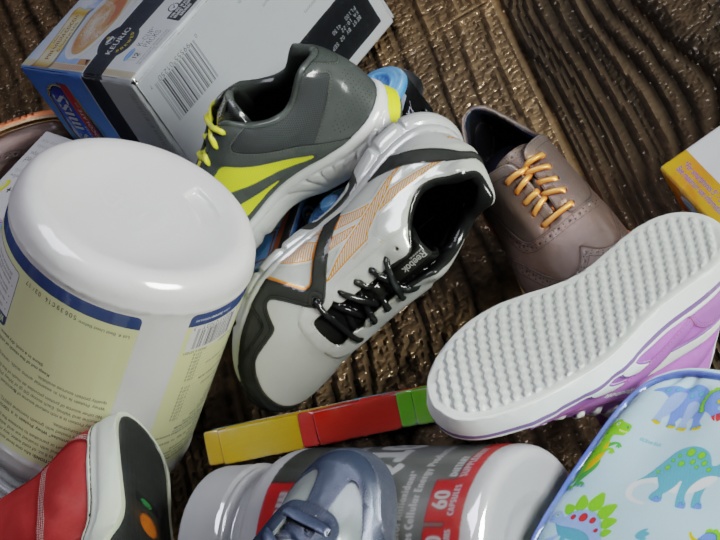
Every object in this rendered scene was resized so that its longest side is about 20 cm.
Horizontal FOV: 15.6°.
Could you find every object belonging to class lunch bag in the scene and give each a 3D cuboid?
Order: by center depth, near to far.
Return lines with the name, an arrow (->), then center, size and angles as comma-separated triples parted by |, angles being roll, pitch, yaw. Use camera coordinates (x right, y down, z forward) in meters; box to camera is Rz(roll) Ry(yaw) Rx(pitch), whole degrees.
lunch bag -> 0.194, 0.129, 1.283 | 0.200, 0.083, 0.161 | 9, 55, 44

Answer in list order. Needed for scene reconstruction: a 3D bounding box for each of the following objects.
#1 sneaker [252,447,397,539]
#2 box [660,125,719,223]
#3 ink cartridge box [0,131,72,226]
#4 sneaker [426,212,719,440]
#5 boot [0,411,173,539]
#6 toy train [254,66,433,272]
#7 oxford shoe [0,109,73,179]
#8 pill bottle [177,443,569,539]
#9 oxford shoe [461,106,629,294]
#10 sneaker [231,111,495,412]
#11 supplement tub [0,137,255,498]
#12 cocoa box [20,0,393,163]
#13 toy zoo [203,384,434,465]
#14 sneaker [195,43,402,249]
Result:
sneaker -> -0.048, 0.169, 1.280 | 0.070, 0.082, 0.201 | 12, 72, 40
box -> 0.280, -0.076, 1.488 | 0.200, 0.042, 0.119 | -37, 36, 1
ink cartridge box -> -0.229, 0.008, 1.765 | 0.115, 0.068, 0.200 | 18, 61, 48
sneaker -> 0.119, 0.062, 1.383 | 0.200, 0.115, 0.073 | -27, 46, -28
boot -> -0.172, 0.180, 1.420 | 0.144, 0.072, 0.200 | -31, 32, 16
toy train -> -0.015, -0.046, 1.648 | 0.114, 0.087, 0.200 | -17, 39, 32
oxford shoe -> -0.273, -0.035, 1.864 | 0.200, 0.071, 0.073 | -38, 55, 2
pill bottle -> 0.009, 0.148, 1.379 | 0.199, 0.114, 0.114 | -4, 45, 35
oxford shoe -> 0.106, -0.030, 1.528 | 0.071, 0.073, 0.200 | -36, 36, -3
sneaker -> 0.000, 0.000, 1.517 | 0.200, 0.074, 0.080 | -54, 33, 3
supplement tub -> -0.153, 0.040, 1.534 | 0.145, 0.144, 0.200 | -99, 25, -51
cocoa box -> -0.103, -0.155, 1.796 | 0.131, 0.134, 0.200 | 13, 56, 46
toy zoo -> 0.003, 0.081, 1.470 | 0.199, 0.021, 0.131 | -13, -2, 26
sneaker -> -0.073, -0.069, 1.584 | 0.200, 0.085, 0.075 | -36, 33, 17
